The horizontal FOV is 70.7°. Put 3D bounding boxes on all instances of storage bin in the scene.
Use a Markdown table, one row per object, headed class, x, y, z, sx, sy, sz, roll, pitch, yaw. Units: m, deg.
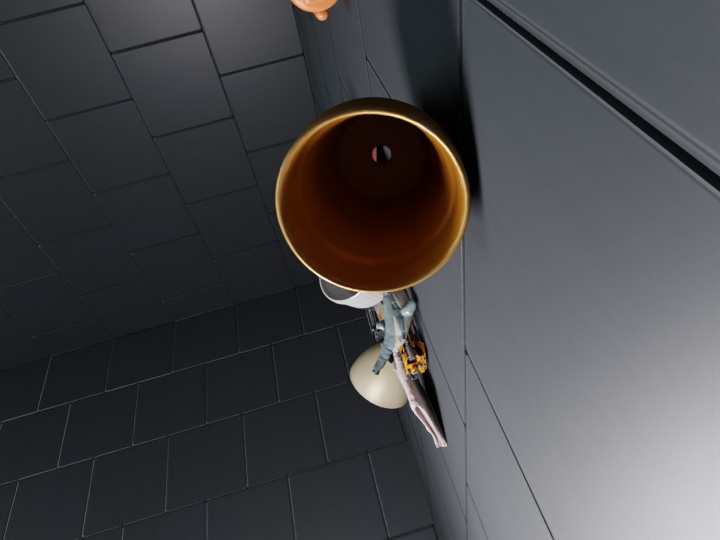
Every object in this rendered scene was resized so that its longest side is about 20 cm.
| class | x | y | z | sx | sy | sz | roll | pitch | yaw |
| --- | --- | --- | --- | --- | --- | --- | --- | --- | --- |
| storage bin | 0.073 | 0.149 | 1.635 | 0.200 | 0.093 | 0.137 | 111 | 143 | -86 |

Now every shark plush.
| class | x | y | z | sx | sy | sz | roll | pitch | yaw |
| --- | --- | --- | --- | --- | --- | --- | --- | --- | --- |
| shark plush | 0.064 | 0.133 | 1.138 | 0.091 | 0.082 | 0.202 | 46 | -119 | -83 |

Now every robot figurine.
| class | x | y | z | sx | sy | sz | roll | pitch | yaw |
| --- | --- | --- | --- | --- | --- | --- | --- | --- | --- |
| robot figurine | -0.094 | -0.562 | 0.948 | 0.143 | 0.117 | 0.201 | 27 | -151 | -34 |
| robot figurine | 0.114 | 0.161 | 1.234 | 0.146 | 0.058 | 0.201 | 78 | 177 | -50 |

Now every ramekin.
| class | x | y | z | sx | sy | sz | roll | pitch | yaw |
| --- | --- | --- | --- | --- | --- | --- | --- | --- | --- |
| ramekin | 0.000 | 0.000 | 1.304 | 0.105 | 0.200 | 0.201 | 29 | -146 | -44 |

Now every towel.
| class | x | y | z | sx | sy | sz | roll | pitch | yaw |
| --- | --- | --- | --- | --- | --- | --- | --- | --- | --- |
| towel | 0.147 | 0.325 | 1.294 | 0.192 | 0.032 | 0.201 | 60 | -175 | -32 |

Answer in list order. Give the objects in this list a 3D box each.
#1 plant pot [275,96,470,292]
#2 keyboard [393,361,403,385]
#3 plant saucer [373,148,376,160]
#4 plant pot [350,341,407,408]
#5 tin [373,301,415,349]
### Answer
| class | x | y | z | sx | sy | sz | roll | pitch | yaw |
| --- | --- | --- | --- | --- | --- | --- | --- | --- | --- |
| plant pot | 0.018 | -0.108 | 0.589 | 0.184 | 0.198 | 0.202 | -81 | -20 | -59 |
| keyboard | 0.129 | 0.319 | 1.374 | 0.056 | 0.011 | 0.201 | -102 | -14 | -63 |
| plant saucer | 0.014 | -0.183 | 1.105 | 0.200 | 0.036 | 0.202 | 96 | 174 | -84 |
| plant pot | 0.084 | 0.293 | 1.536 | 0.201 | 0.198 | 0.135 | -110 | 39 | -55 |
| tin | 0.092 | 0.150 | 1.408 | 0.202 | 0.042 | 0.112 | 64 | 171 | -4 |
